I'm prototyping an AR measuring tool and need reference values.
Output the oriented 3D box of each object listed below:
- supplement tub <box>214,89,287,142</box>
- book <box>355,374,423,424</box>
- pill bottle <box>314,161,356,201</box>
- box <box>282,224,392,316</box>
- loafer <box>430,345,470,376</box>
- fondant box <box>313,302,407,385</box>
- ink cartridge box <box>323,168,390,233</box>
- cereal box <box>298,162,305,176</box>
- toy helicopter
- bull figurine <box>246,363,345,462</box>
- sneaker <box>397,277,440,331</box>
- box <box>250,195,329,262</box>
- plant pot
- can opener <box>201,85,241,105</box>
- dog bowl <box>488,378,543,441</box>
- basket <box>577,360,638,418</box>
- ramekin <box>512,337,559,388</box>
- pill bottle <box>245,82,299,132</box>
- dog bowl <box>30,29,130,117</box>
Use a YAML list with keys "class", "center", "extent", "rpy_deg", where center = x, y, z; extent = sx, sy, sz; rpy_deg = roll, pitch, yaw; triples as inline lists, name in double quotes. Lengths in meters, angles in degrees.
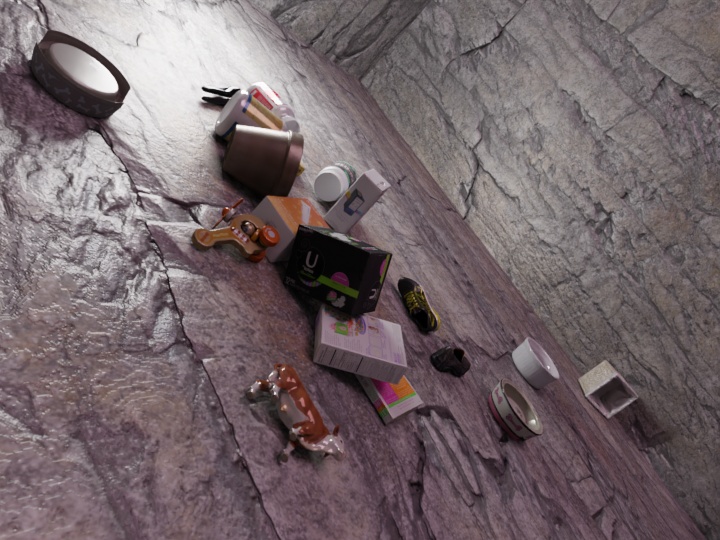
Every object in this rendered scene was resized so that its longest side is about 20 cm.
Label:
- class: "supplement tub"
  center: [-0.297, -0.394, 1.530]
  extent: [0.199, 0.144, 0.146]
  rpy_deg: [35, 25, -30]
- class: "book"
  center: [0.045, 0.246, 1.244]
  extent: [0.133, 0.048, 0.201]
  rpy_deg: [1, 50, -57]
- class: "pill bottle"
  center: [-0.085, -0.300, 1.818]
  extent: [0.113, 0.113, 0.200]
  rpy_deg: [45, 22, -5]
- class: "box"
  center: [-0.052, -0.004, 1.236]
  extent: [0.197, 0.151, 0.124]
  rpy_deg: [22, 11, 26]
- class: "loafer"
  center: [0.293, 0.271, 1.633]
  extent: [0.199, 0.072, 0.073]
  rpy_deg: [18, 35, -53]
- class: "fondant box"
  center: [-0.002, 0.159, 1.189]
  extent: [0.197, 0.059, 0.145]
  rpy_deg: [19, 30, -13]
- class: "ink cartridge box"
  center: [-0.008, -0.218, 1.708]
  extent: [0.088, 0.200, 0.145]
  rpy_deg: [46, 22, -2]
- class: "cereal box"
  center: [-0.263, -0.410, 1.761]
  extent: [0.143, 0.039, 0.202]
  rpy_deg: [25, 32, -41]
- class: "toy helicopter"
  center: [-0.278, -0.085, 1.151]
  extent: [0.199, 0.079, 0.134]
  rpy_deg: [-15, 71, -52]
- class: "bull figurine"
  center: [-0.106, 0.251, 0.914]
  extent: [0.201, 0.065, 0.121]
  rpy_deg: [53, 19, 14]
- class: "sneaker"
  center: [0.179, 0.105, 1.694]
  extent: [0.201, 0.074, 0.084]
  rpy_deg: [54, 23, 15]
- class: "box"
  center: [-0.175, -0.104, 1.339]
  extent: [0.125, 0.097, 0.199]
  rpy_deg: [52, 21, 11]
- class: "plant pot"
  center: [-0.261, -0.291, 1.401]
  extent: [0.171, 0.202, 0.202]
  rpy_deg: [19, 32, -21]
- class: "can opener"
  center: [-0.426, -0.533, 1.654]
  extent: [0.200, 0.077, 0.065]
  rpy_deg: [-47, 133, -65]
- class: "dog bowl"
  center: [0.486, 0.448, 1.705]
  extent: [0.200, 0.074, 0.201]
  rpy_deg: [41, 22, -21]
- class: "basket"
  center: [1.265, 0.604, 2.760]
  extent: [0.198, 0.200, 0.161]
  rpy_deg: [42, 20, -14]
- class: "ramekin"
  center: [0.715, 0.386, 2.213]
  extent: [0.200, 0.098, 0.202]
  rpy_deg: [39, 24, -21]
- class: "pill bottle"
  center: [-0.276, -0.488, 1.682]
  extent: [0.201, 0.113, 0.112]
  rpy_deg: [50, 20, 27]
- class: "dog bowl"
  center: [-0.581, -0.402, 1.118]
  extent: [0.199, 0.059, 0.201]
  rpy_deg: [41, 23, -21]
